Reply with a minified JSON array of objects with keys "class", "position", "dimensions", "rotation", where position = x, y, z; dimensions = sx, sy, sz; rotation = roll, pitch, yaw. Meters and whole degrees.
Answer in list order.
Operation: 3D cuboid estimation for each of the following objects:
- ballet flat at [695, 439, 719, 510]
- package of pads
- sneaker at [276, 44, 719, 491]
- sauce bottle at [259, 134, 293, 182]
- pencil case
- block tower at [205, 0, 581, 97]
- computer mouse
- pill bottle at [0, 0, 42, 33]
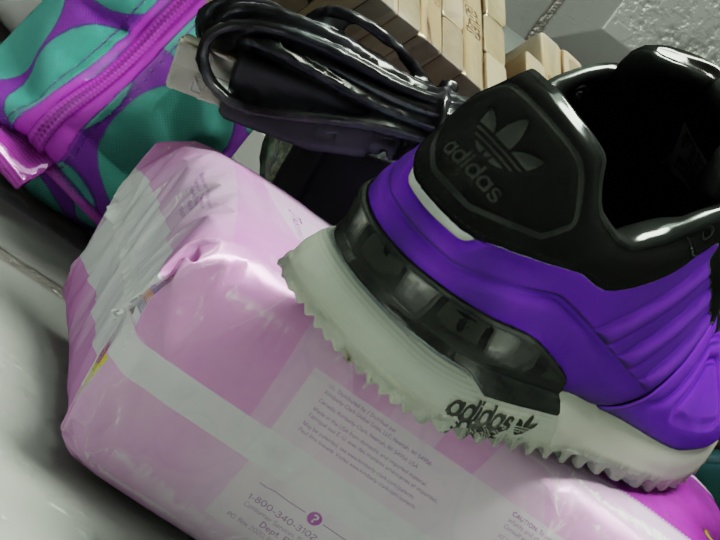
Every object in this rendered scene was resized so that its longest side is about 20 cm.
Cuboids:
[{"class":"ballet flat","position":[0.100,0.050,0.844],"dimensions":[0.200,0.063,0.069],"rotation":[4,-42,47]},{"class":"package of pads","position":[0.012,0.053,0.723],"dimensions":[0.200,0.076,0.121],"rotation":[35,13,-15]},{"class":"sneaker","position":[0.070,-0.005,0.679],"dimensions":[0.070,0.100,0.200],"rotation":[48,17,24]},{"class":"sauce bottle","position":[0.039,-0.022,0.953],"dimensions":[0.065,0.065,0.200],"rotation":[43,13,28]},{"class":"pencil case","position":[-0.040,-0.100,0.870],"dimensions":[0.085,0.200,0.092],"rotation":[42,0,4]},{"class":"block tower","position":[0.032,-0.050,0.830],"dimensions":[0.200,0.054,0.058],"rotation":[39,35,-33]},{"class":"computer mouse","position":[0.000,0.000,0.808],"dimensions":[0.138,0.053,0.200],"rotation":[18,-26,-2]},{"class":"pill bottle","position":[-0.113,-0.151,1.097],"dimensions":[0.112,0.112,0.200],"rotation":[30,12,-36]}]
